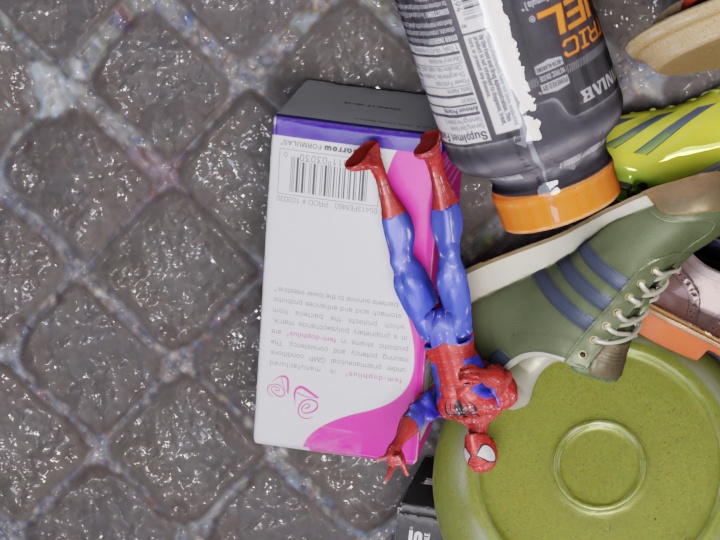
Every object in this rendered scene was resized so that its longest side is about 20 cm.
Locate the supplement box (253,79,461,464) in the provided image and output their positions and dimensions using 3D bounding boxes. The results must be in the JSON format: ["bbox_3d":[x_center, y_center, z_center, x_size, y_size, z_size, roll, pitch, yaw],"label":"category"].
[{"bbox_3d":[0.000,0.000,1.696,0.100,0.103,0.202,8,108,9],"label":"supplement box"}]

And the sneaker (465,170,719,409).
[{"bbox_3d":[0.141,0.018,1.632,0.199,0.067,0.091,-24,74,37],"label":"sneaker"}]

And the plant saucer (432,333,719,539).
[{"bbox_3d":[0.140,0.117,1.678,0.198,0.031,0.202,-2,69,5],"label":"plant saucer"}]

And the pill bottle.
[{"bbox_3d":[0.082,-0.124,1.593,0.106,0.106,0.201,-15,105,16],"label":"pill bottle"}]

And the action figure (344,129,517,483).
[{"bbox_3d":[0.037,0.035,1.597,0.065,0.099,0.201,-9,114,23],"label":"action figure"}]

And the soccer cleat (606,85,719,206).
[{"bbox_3d":[0.203,-0.076,1.660,0.199,0.065,0.084,3,78,16],"label":"soccer cleat"}]

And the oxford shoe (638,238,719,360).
[{"bbox_3d":[0.248,0.029,1.661,0.199,0.071,0.073,21,116,1],"label":"oxford shoe"}]

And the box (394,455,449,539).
[{"bbox_3d":[0.099,0.231,1.756,0.162,0.086,0.202,10,109,10],"label":"box"}]

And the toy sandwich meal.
[{"bbox_3d":[0.229,-0.162,1.546,0.204,0.205,0.071,-17,85,17],"label":"toy sandwich meal"}]
